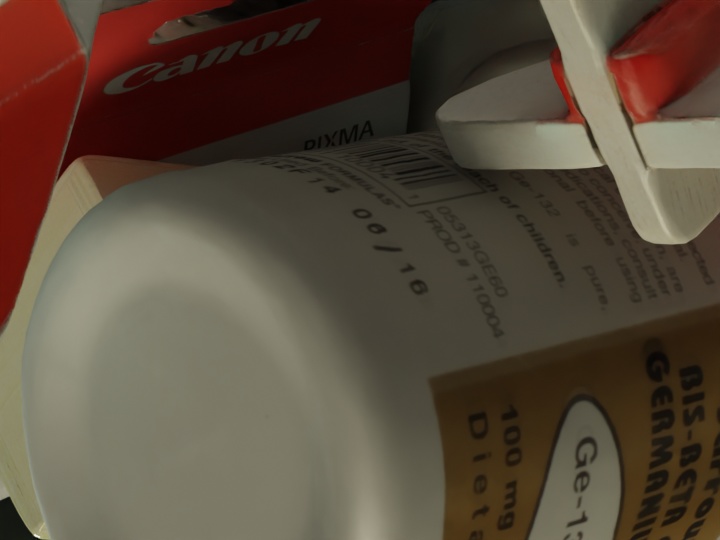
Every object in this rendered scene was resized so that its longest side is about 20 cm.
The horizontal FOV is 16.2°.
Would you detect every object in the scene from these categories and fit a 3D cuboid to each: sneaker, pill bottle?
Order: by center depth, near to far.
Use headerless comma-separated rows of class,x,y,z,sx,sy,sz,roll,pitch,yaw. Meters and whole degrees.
pill bottle,0.034,0.022,0.574,0.200,0.114,0.114,-12,177,-43
sneaker,0.029,-0.052,0.751,0.073,0.071,0.200,19,157,-28

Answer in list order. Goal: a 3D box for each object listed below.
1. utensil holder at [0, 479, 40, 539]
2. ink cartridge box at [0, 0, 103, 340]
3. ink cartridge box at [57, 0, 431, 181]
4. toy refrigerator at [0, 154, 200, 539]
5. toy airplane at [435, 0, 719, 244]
utensil holder,-0.105,0.145,0.907,0.170,0.170,0.200,12,175,-11
ink cartridge box,-0.112,-0.064,0.582,0.050,0.200,0.162,26,153,-27
ink cartridge box,-0.051,-0.019,0.688,0.161,0.050,0.200,-20,170,-34
toy refrigerator,-0.003,0.026,0.683,0.200,0.070,0.076,4,134,-45
toy airplane,0.098,-0.089,0.532,0.200,0.141,0.199,-7,-169,2
